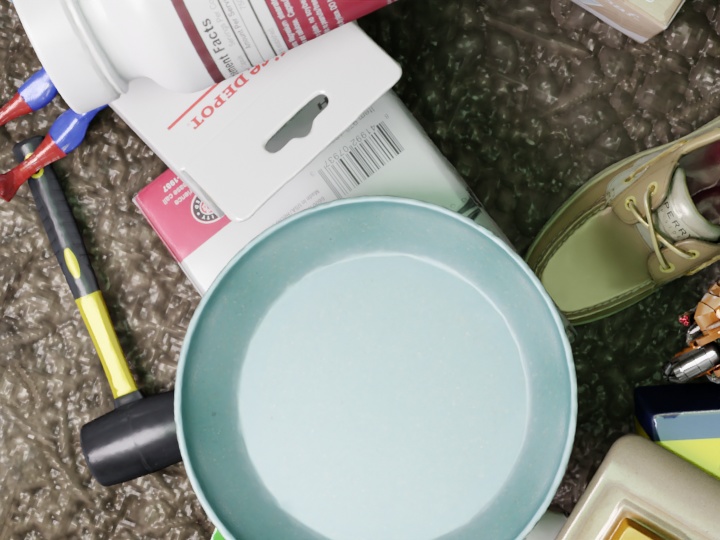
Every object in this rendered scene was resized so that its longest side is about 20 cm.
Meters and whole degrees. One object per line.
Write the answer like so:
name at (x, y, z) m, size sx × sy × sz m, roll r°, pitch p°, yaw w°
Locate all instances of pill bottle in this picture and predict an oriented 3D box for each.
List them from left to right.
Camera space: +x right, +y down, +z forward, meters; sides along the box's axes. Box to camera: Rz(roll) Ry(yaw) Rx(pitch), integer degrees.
pill bottle at (-0.058, -0.152, 0.888) m, size 0.200 × 0.113 × 0.113 m, roll -24°, pitch 92°, yaw 2°

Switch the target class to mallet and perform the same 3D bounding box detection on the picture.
mallet at (-0.159, 0.025, 1.081) m, size 0.066 × 0.041 × 0.200 m, roll -29°, pitch 87°, yaw 7°

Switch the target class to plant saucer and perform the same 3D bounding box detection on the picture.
plant saucer at (0.009, 0.064, 0.957) m, size 0.199 × 0.036 × 0.201 m, roll -1°, pitch 85°, yaw 9°

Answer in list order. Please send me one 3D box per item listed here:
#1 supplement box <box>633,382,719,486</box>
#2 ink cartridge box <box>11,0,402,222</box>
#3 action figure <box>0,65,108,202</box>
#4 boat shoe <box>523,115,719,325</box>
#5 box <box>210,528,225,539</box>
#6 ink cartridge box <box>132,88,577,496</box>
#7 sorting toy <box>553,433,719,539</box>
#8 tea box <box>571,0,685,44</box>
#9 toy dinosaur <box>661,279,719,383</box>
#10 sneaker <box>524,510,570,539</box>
supplement box at (0.209, 0.164, 1.033) m, size 0.109 × 0.109 × 0.201 m, roll -3°, pitch 94°, yaw 3°
ink cartridge box at (-0.075, -0.112, 0.976) m, size 0.116 × 0.067 × 0.200 m, roll -42°, pitch 67°, yaw -4°
action figure at (-0.131, -0.120, 1.054) m, size 0.200 × 0.052 × 0.065 m, roll -38°, pitch 72°, yaw -2°
boat shoe at (0.173, -0.036, 1.041) m, size 0.200 × 0.066 × 0.074 m, roll -36°, pitch 93°, yaw 7°
box at (0.012, 0.176, 1.075) m, size 0.200 × 0.048 × 0.118 m, roll 20°, pitch 94°, yaw 3°
ink cartridge box at (0.000, 0.000, 1.026) m, size 0.145 × 0.083 × 0.200 m, roll -37°, pitch 79°, yaw 4°
sorting toy at (0.159, 0.210, 0.961) m, size 0.185 × 0.036 × 0.200 m, roll 30°, pitch 93°, yaw -2°
tea box at (0.120, -0.253, 0.996) m, size 0.200 × 0.134 × 0.197 m, roll 33°, pitch 94°, yaw 1°
toy dinosaur at (0.217, 0.026, 0.975) m, size 0.136 × 0.200 × 0.102 m, roll -29°, pitch 109°, yaw 3°
sneaker at (0.070, 0.218, 1.021) m, size 0.088 × 0.074 × 0.200 m, roll 26°, pitch 86°, yaw 2°
